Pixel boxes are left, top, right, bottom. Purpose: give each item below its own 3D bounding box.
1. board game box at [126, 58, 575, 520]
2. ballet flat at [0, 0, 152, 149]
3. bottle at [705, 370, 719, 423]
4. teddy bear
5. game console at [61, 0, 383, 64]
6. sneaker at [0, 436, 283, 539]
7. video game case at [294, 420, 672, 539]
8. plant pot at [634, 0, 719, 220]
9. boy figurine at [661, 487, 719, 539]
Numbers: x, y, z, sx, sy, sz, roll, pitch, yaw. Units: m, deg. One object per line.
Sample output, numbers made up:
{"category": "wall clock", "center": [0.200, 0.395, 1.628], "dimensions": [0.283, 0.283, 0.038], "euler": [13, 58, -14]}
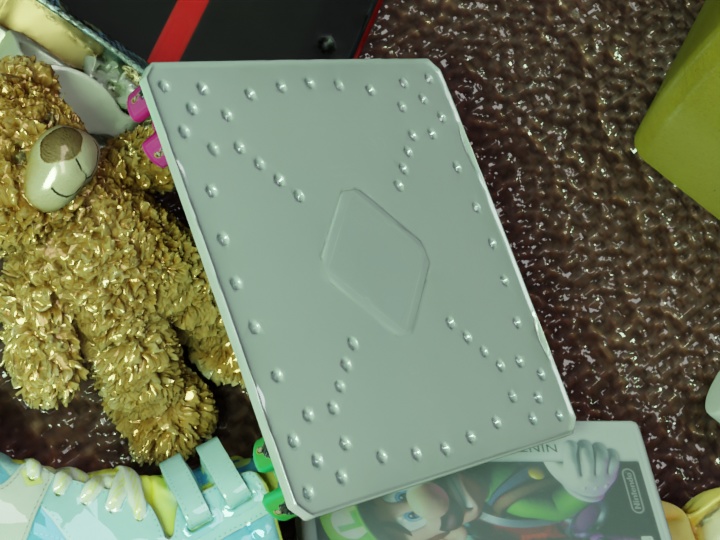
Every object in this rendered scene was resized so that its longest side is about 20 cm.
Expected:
{"category": "board game box", "center": [0.000, 0.000, 0.737], "dimensions": [0.199, 0.026, 0.202], "euler": [-9, 75, -48]}
{"category": "ballet flat", "center": [-0.169, -0.110, 0.758], "dimensions": [0.198, 0.074, 0.075], "euler": [28, 62, -10]}
{"category": "bottle", "center": [0.280, 0.116, 0.887], "dimensions": [0.199, 0.065, 0.084], "euler": [35, 61, -9]}
{"category": "teddy bear", "center": [-0.107, -0.002, 0.718], "dimensions": [0.144, 0.067, 0.202], "euler": [-30, 115, -23]}
{"category": "game console", "center": [-0.073, -0.163, 0.856], "dimensions": [0.175, 0.031, 0.202], "euler": [26, 62, -8]}
{"category": "sneaker", "center": [-0.107, 0.098, 0.693], "dimensions": [0.131, 0.080, 0.200], "euler": [-44, 102, -5]}
{"category": "video game case", "center": [0.063, 0.151, 0.738], "dimensions": [0.179, 0.024, 0.201], "euler": [1, 46, -11]}
{"category": "plant pot", "center": [0.271, -0.109, 0.901], "dimensions": [0.199, 0.176, 0.201], "euler": [36, 61, -7]}
{"category": "boy figurine", "center": [0.141, 0.167, 0.809], "dimensions": [0.198, 0.064, 0.125], "euler": [-18, 77, -25]}
